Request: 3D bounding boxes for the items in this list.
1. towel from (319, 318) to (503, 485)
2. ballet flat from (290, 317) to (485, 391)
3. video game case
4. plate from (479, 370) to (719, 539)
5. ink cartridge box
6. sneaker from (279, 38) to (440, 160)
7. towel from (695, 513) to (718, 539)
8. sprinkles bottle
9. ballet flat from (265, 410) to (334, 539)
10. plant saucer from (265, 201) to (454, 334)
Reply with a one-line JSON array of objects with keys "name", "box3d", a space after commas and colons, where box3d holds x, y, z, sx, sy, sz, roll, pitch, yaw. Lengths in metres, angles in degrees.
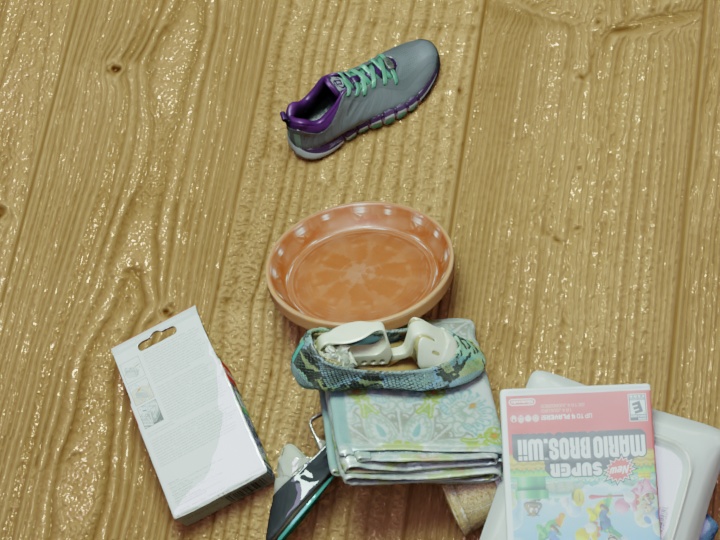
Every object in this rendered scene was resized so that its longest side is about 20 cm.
[{"name": "towel", "box3d": [0.045, 0.127, 1.308, 0.169, 0.049, 0.201, 1, 43, -11]}, {"name": "ballet flat", "box3d": [0.032, 0.078, 1.273, 0.197, 0.074, 0.075, -5, 69, -16]}, {"name": "video game case", "box3d": [0.204, 0.209, 1.221, 0.141, 0.017, 0.203, -3, 78, 6]}, {"name": "plate", "box3d": [0.227, 0.216, 1.242, 0.198, 0.032, 0.202, 18, 80, 10]}, {"name": "ink cartridge box", "box3d": [-0.177, 0.151, 1.386, 0.108, 0.050, 0.202, -26, 68, 0]}, {"name": "sneaker", "box3d": [0.003, -0.199, 1.457, 0.199, 0.088, 0.075, -36, 69, -4]}, {"name": "towel", "box3d": [0.244, 0.290, 1.269, 0.112, 0.049, 0.200, 42, 83, 18]}, {"name": "sprinkles bottle", "box3d": [0.177, 0.191, 1.304, 0.198, 0.068, 0.069, -25, 69, 0]}, {"name": "ballet flat", "box3d": [-0.040, 0.188, 1.339, 0.073, 0.073, 0.200, 41, 75, 19]}, {"name": "plant saucer", "box3d": [0.000, 0.000, 1.378, 0.197, 0.033, 0.202, -4, 39, 4]}]
